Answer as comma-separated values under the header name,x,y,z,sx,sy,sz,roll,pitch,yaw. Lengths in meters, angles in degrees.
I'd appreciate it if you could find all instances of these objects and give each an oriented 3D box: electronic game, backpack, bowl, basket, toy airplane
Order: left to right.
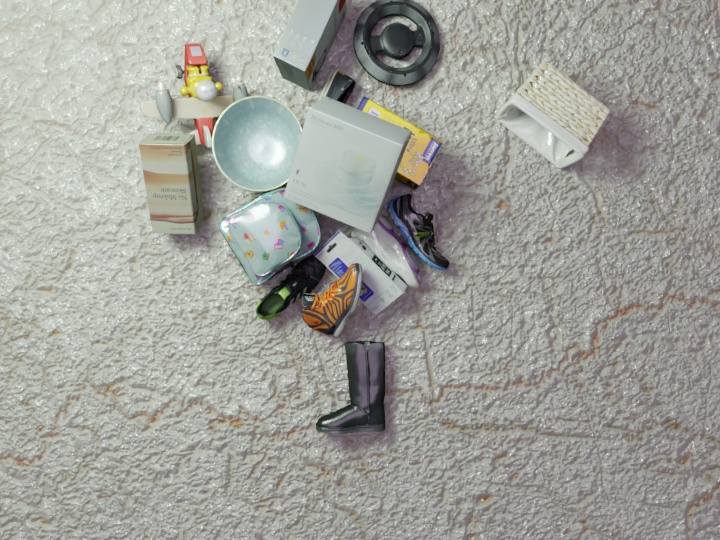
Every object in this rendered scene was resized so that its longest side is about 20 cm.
name,x,y,z,sx,sy,sz,roll,pitch,yaw
toy airplane,-0.342,-0.365,1.293,0.199,0.141,0.201,39,77,-21
bowl,-0.218,-0.271,1.312,0.198,0.108,0.202,0,93,-3
backpack,-0.187,-0.085,1.300,0.199,0.153,0.177,-32,96,-10
electronic game,0.082,-0.516,1.342,0.198,0.042,0.202,0,88,-8
basket,0.421,-0.340,1.307,0.200,0.136,0.124,38,87,-1

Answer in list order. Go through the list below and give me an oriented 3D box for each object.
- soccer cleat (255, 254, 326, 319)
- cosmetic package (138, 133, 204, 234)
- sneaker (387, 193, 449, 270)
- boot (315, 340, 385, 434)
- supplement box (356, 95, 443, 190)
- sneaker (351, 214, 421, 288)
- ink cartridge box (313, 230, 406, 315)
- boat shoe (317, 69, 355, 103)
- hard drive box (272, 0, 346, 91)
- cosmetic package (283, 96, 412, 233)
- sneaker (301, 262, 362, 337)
name,x,y,z,sx,sy,sz,roll,pitch,yaw
soccer cleat,-0.154,0.040,1.336,0.200,0.081,0.068,-42,92,-2
cosmetic package,-0.404,-0.187,1.287,0.102,0.087,0.202,0,118,0
sneaker,0.140,-0.086,1.341,0.082,0.071,0.200,-35,89,7
boot,-0.022,0.261,1.351,0.163,0.066,0.202,-1,95,-9
supplement box,0.066,-0.277,1.315,0.199,0.109,0.110,29,91,-1
sneaker,0.060,-0.036,1.353,0.099,0.075,0.200,-36,94,23
ink cartridge box,0.000,0.000,1.329,0.200,0.039,0.099,45,123,-9
boat shoe,-0.068,-0.350,1.332,0.062,0.075,0.201,22,86,5
hard drive box,-0.105,-0.512,1.285,0.076,0.156,0.201,24,92,-1
cosmetic package,-0.026,-0.216,1.218,0.198,0.123,0.201,22,117,3
sneaker,-0.069,0.061,1.301,0.111,0.078,0.201,16,121,-13
